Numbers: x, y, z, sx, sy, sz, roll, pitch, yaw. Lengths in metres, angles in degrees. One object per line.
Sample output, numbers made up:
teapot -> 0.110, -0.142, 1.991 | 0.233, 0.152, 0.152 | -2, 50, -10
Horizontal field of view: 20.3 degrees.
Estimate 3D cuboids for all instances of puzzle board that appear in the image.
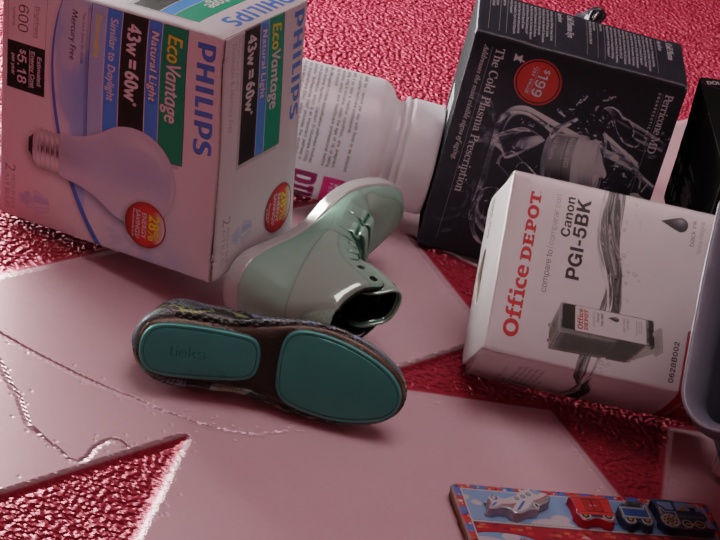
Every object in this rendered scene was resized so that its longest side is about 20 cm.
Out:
puzzle board -> 0.170, 0.198, 1.361 | 0.198, 0.018, 0.151 | 6, 30, -17

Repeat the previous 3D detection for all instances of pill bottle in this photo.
pill bottle -> -0.034, -0.118, 1.706 | 0.198, 0.114, 0.114 | 14, 29, -2

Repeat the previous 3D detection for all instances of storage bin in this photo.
storage bin -> 0.309, 0.057, 1.392 | 0.144, 0.135, 0.202 | 7, 62, 17

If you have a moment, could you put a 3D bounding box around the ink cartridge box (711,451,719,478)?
ink cartridge box -> 0.383, 0.141, 1.499 | 0.199, 0.085, 0.145 | 27, 30, 23

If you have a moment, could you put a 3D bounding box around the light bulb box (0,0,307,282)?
light bulb box -> -0.159, -0.124, 1.540 | 0.198, 0.200, 0.125 | 17, 28, 24

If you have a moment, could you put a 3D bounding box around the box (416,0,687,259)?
box -> 0.159, -0.108, 1.696 | 0.180, 0.202, 0.104 | 14, 27, -2

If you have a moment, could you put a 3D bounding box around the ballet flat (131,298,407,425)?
ballet flat -> -0.064, 0.059, 1.437 | 0.198, 0.075, 0.074 | 16, 28, -8

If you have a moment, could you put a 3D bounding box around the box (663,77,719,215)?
box -> 0.366, -0.057, 1.650 | 0.198, 0.125, 0.149 | 8, 34, -5

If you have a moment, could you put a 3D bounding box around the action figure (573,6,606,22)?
action figure -> 0.192, -0.152, 1.903 | 0.118, 0.102, 0.200 | 31, 58, 10

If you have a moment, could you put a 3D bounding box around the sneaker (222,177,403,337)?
sneaker -> 0.000, 0.000, 1.555 | 0.118, 0.074, 0.200 | 25, 39, 28

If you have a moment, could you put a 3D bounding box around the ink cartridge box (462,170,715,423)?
ink cartridge box -> 0.189, 0.022, 1.527 | 0.198, 0.148, 0.083 | 12, -15, -4
